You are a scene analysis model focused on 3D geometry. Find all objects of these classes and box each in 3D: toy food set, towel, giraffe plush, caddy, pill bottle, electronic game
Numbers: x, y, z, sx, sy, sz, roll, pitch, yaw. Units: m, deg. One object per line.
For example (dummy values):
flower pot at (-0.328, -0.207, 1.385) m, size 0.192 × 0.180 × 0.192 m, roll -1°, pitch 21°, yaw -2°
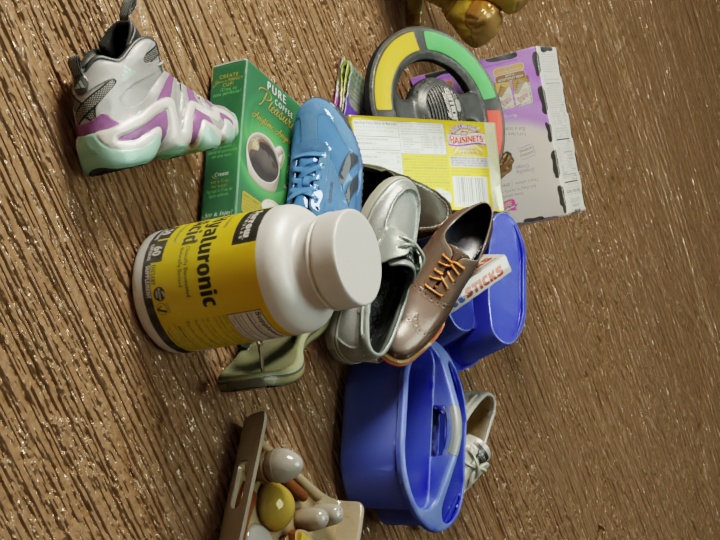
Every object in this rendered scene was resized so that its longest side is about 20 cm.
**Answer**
toy food set at (-0.059, 0.240, 1.509) m, size 0.200 × 0.060 × 0.144 m, roll 48°, pitch 41°, yaw -44°
towel at (0.008, -0.119, 1.788) m, size 0.144 × 0.023 × 0.201 m, roll 40°, pitch 48°, yaw -50°
giraffe plush at (0.092, -0.376, 1.876) m, size 0.162 × 0.199 × 0.174 m, roll 34°, pitch 77°, yaw -47°
caddy at (0.057, 0.172, 1.680) m, size 0.141 × 0.104 × 0.201 m, roll 37°, pitch 49°, yaw -51°
pill bottle at (-0.087, 0.004, 1.384) m, size 0.111 × 0.199 × 0.112 m, roll 30°, pitch 55°, yaw -56°
electronic game at (0.086, -0.179, 1.822) m, size 0.199 × 0.042 × 0.202 m, roll 14°, pitch 67°, yaw -35°
caddy at (0.108, 0.014, 1.851) m, size 0.141 × 0.105 × 0.201 m, roll 18°, pitch 64°, yaw -33°

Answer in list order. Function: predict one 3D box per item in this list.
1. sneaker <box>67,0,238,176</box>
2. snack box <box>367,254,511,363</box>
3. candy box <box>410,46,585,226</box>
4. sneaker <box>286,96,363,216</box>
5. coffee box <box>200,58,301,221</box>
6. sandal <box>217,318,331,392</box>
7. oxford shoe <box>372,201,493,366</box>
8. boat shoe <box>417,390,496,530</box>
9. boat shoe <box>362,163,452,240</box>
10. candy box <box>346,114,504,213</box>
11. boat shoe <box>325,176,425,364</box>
sneaker at (-0.179, -0.165, 1.397) m, size 0.200 × 0.077 × 0.141 m, roll -23°, pitch 103°, yaw -62°
snack box at (0.066, 0.038, 1.702) m, size 0.199 × 0.072 × 0.024 m, roll -33°, pitch 109°, yaw -30°
candy box at (0.165, -0.151, 1.933) m, size 0.071 × 0.167 × 0.202 m, roll -15°, pitch 94°, yaw -62°
sneaker at (-0.041, -0.071, 1.545) m, size 0.078 × 0.066 × 0.202 m, roll 10°, pitch 74°, yaw -60°
coffee box at (-0.101, -0.086, 1.551) m, size 0.123 × 0.044 × 0.202 m, roll 34°, pitch 53°, yaw -56°
sandal at (-0.084, 0.060, 1.506) m, size 0.201 × 0.079 × 0.058 m, roll -61°, pitch 139°, yaw -62°
oxford shoe at (0.074, 0.007, 1.634) m, size 0.071 × 0.073 × 0.201 m, roll 31°, pitch 61°, yaw -1°
boat shoe at (0.110, 0.209, 1.822) m, size 0.071 × 0.069 × 0.200 m, roll 64°, pitch 32°, yaw -28°
boat shoe at (0.018, -0.071, 1.665) m, size 0.200 × 0.060 × 0.072 m, roll 9°, pitch 78°, yaw -32°
candy box at (0.069, -0.113, 1.758) m, size 0.199 × 0.026 × 0.103 m, roll 0°, pitch 79°, yaw -34°
boat shoe at (0.030, 0.000, 1.592) m, size 0.070 × 0.071 × 0.202 m, roll 34°, pitch 66°, yaw -38°
